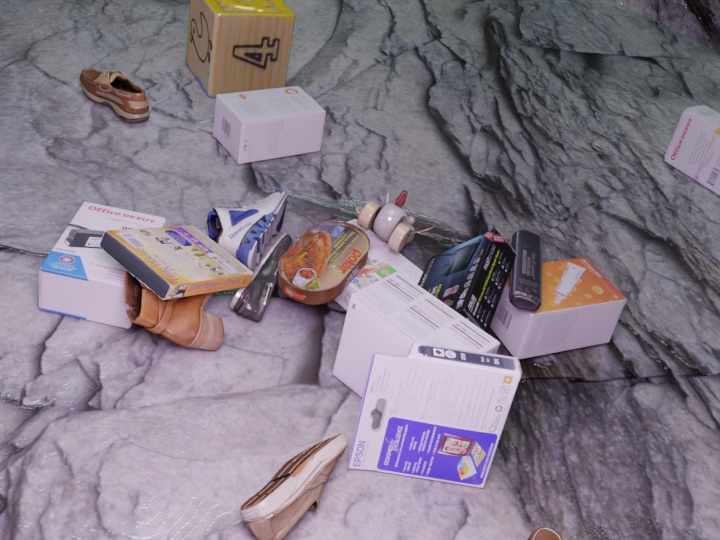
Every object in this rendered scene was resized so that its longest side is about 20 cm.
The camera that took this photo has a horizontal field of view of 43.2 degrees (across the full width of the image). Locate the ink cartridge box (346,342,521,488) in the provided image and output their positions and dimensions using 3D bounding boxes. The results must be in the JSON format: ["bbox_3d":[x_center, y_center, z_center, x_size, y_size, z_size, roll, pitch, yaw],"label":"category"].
[{"bbox_3d":[0.094,0.192,1.215,0.197,0.200,0.044,9,29,-7],"label":"ink cartridge box"}]

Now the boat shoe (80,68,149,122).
[{"bbox_3d":[-0.512,-0.384,1.911,0.199,0.074,0.075,33,40,26],"label":"boat shoe"}]

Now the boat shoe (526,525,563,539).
[{"bbox_3d":[0.221,0.386,1.093,0.075,0.074,0.201,17,36,6],"label":"boat shoe"}]

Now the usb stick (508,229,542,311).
[{"bbox_3d":[0.271,-0.003,1.488,0.055,0.033,0.201,20,35,-2],"label":"usb stick"}]

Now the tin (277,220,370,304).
[{"bbox_3d":[-0.059,-0.014,1.495,0.111,0.042,0.200,20,39,19],"label":"tin"}]

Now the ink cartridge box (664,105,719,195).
[{"bbox_3d":[0.840,-0.280,2.146,0.082,0.147,0.200,-15,44,-35],"label":"ink cartridge box"}]

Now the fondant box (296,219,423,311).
[{"bbox_3d":[0.000,0.000,1.572,0.143,0.059,0.200,-21,46,-38],"label":"fondant box"}]

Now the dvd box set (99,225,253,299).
[{"bbox_3d":[-0.272,-0.016,1.371,0.146,0.030,0.199,35,20,21],"label":"dvd box set"}]

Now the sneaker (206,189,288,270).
[{"bbox_3d":[-0.206,-0.090,1.610,0.114,0.081,0.200,19,37,6],"label":"sneaker"}]

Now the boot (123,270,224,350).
[{"bbox_3d":[-0.295,0.031,1.376,0.154,0.077,0.201,24,35,-42],"label":"boot"}]

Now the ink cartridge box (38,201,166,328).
[{"bbox_3d":[-0.403,-0.014,1.439,0.143,0.085,0.201,12,35,-2],"label":"ink cartridge box"}]

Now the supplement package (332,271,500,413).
[{"bbox_3d":[0.076,0.129,1.331,0.199,0.157,0.110,36,39,29],"label":"supplement package"}]

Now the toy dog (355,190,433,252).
[{"bbox_3d":[0.067,-0.097,1.620,0.131,0.097,0.200,33,8,-7],"label":"toy dog"}]

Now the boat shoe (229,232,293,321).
[{"bbox_3d":[-0.151,0.014,1.508,0.057,0.067,0.201,34,42,-2],"label":"boat shoe"}]

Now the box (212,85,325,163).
[{"bbox_3d":[-0.191,-0.307,1.900,0.198,0.098,0.124,-13,42,-31],"label":"box"}]

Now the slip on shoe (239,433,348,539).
[{"bbox_3d":[-0.074,0.279,1.167,0.061,0.076,0.200,60,34,-3],"label":"slip on shoe"}]

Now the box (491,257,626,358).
[{"bbox_3d":[0.325,0.061,1.542,0.198,0.098,0.125,-7,39,-26],"label":"box"}]

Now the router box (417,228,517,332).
[{"bbox_3d":[0.154,0.037,1.458,0.062,0.149,0.201,47,44,-19],"label":"router box"}]

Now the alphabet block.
[{"bbox_3d":[-0.280,-0.533,2.094,0.194,0.202,0.196,-9,40,-27],"label":"alphabet block"}]
